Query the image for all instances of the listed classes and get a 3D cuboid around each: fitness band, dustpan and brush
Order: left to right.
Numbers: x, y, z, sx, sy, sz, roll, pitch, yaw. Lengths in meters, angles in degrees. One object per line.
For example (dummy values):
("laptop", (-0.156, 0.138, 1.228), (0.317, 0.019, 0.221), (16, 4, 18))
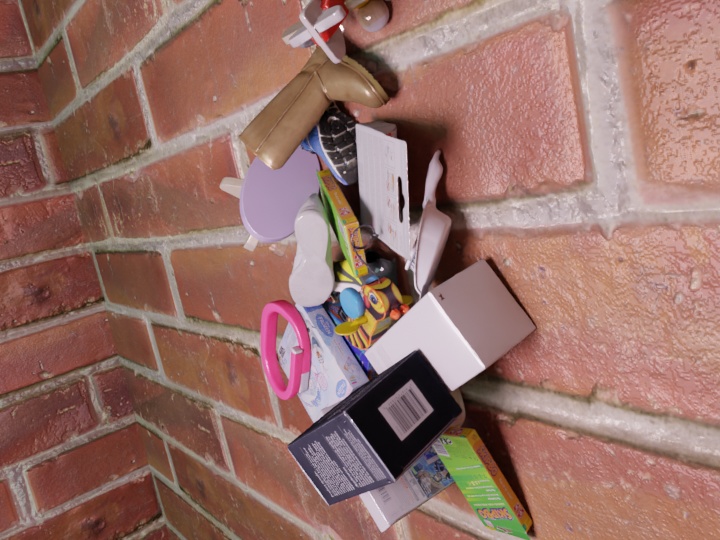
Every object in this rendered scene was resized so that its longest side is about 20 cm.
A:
("fitness band", (-0.147, 0.152, 1.200), (0.144, 0.037, 0.201), (41, 134, 41))
("dustpan and brush", (0.096, -0.064, 0.877), (0.057, 0.140, 0.201), (20, 92, 9))

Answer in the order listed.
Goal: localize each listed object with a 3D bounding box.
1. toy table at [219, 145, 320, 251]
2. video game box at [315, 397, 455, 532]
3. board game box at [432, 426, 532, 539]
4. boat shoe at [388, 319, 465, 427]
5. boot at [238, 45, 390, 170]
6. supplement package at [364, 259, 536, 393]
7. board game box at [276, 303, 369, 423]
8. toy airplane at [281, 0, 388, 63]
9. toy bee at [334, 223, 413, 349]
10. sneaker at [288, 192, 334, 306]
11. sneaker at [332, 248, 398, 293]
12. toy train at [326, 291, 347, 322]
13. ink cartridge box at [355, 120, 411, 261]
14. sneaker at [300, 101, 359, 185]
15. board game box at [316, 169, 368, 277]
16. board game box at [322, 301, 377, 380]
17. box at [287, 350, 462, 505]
("toy table", (-0.156, -0.130, 1.124), (0.183, 0.201, 0.117), (37, 154, -10))
("video game box", (0.054, 0.276, 1.006), (0.201, 0.181, 0.047), (55, 146, 22))
("board game box", (0.179, 0.316, 0.944), (0.095, 0.030, 0.201), (-12, 112, 55))
("boat shoe", (0.091, 0.166, 1.005), (0.202, 0.072, 0.060), (53, 163, 13))
("boot", (-0.071, -0.229, 0.948), (0.200, 0.066, 0.175), (-48, 53, 6))
("supplement package", (0.118, 0.099, 0.879), (0.120, 0.121, 0.200), (54, 143, 12))
("board game box", (-0.078, 0.182, 1.183), (0.200, 0.043, 0.201), (56, 143, 25))
("toy airplane", (-0.015, -0.360, 0.844), (0.200, 0.141, 0.200), (-52, 43, 15))
("toy bee", (0.019, 0.053, 0.907), (0.109, 0.131, 0.201), (42, 163, 36))
("sneaker", (-0.076, -0.033, 1.045), (0.089, 0.075, 0.201), (-90, 7, -52))
("sneaker", (0.000, 0.000, 1.063), (0.199, 0.074, 0.085), (20, 104, 47))
("toy train", (-0.050, 0.034, 1.151), (0.200, 0.034, 0.046), (52, 137, 35))
("ink cartridge box", (0.047, -0.121, 0.897), (0.200, 0.050, 0.164), (-139, 42, -62))
("sneaker", (-0.053, -0.218, 1.031), (0.201, 0.078, 0.089), (63, 156, 22))
("board game box", (-0.033, -0.083, 1.012), (0.200, 0.030, 0.096), (-120, 14, -52))
("board game box", (-0.034, 0.146, 1.185), (0.200, 0.045, 0.153), (37, 133, 41))
("box", (0.014, 0.216, 0.853), (0.105, 0.148, 0.200), (52, 143, 6))
